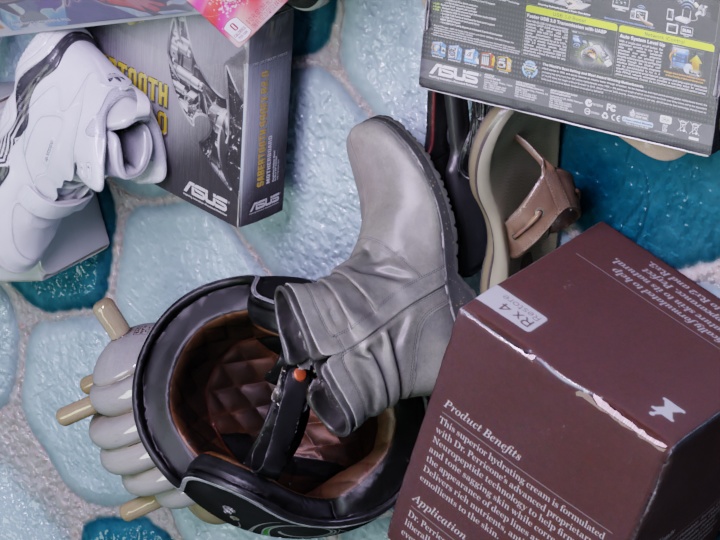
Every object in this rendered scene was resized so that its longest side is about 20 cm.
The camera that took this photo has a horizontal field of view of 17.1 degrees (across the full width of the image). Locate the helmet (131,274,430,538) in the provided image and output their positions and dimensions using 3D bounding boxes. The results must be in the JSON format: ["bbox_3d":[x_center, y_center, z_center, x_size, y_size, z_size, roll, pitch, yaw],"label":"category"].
[{"bbox_3d":[-0.054,0.095,1.683,0.191,0.199,0.201,11,121,67],"label":"helmet"}]

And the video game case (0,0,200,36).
[{"bbox_3d":[-0.228,-0.216,1.607,0.199,0.023,0.182,-2,153,34],"label":"video game case"}]

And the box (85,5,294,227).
[{"bbox_3d":[-0.134,-0.140,1.722,0.200,0.048,0.159,28,127,36],"label":"box"}]

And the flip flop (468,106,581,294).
[{"bbox_3d":[0.114,-0.033,1.556,0.057,0.081,0.201,24,129,37],"label":"flip flop"}]

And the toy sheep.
[{"bbox_3d":[-0.148,0.109,1.813,0.138,0.138,0.200,-15,116,43],"label":"toy sheep"}]

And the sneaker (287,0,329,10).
[{"bbox_3d":[-0.082,-0.262,1.610,0.075,0.088,0.201,-16,101,42],"label":"sneaker"}]

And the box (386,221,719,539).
[{"bbox_3d":[0.146,0.113,1.540,0.166,0.164,0.200,35,129,23],"label":"box"}]

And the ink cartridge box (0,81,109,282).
[{"bbox_3d":[-0.307,-0.069,1.895,0.200,0.083,0.147,0,110,40],"label":"ink cartridge box"}]

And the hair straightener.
[{"bbox_3d":[0.078,-0.088,1.597,0.077,0.041,0.201,19,117,33],"label":"hair straightener"}]

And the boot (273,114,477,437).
[{"bbox_3d":[0.000,0.000,1.574,0.068,0.130,0.201,-38,70,61],"label":"boot"}]

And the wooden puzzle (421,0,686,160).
[{"bbox_3d":[0.153,-0.193,1.466,0.200,0.046,0.186,33,122,18],"label":"wooden puzzle"}]

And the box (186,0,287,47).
[{"bbox_3d":[-0.042,-0.252,1.514,0.100,0.096,0.200,41,114,-16],"label":"box"}]

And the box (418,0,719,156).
[{"bbox_3d":[0.136,-0.168,1.428,0.199,0.044,0.161,15,113,27],"label":"box"}]

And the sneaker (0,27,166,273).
[{"bbox_3d":[-0.209,-0.068,1.729,0.115,0.075,0.201,37,121,33],"label":"sneaker"}]
